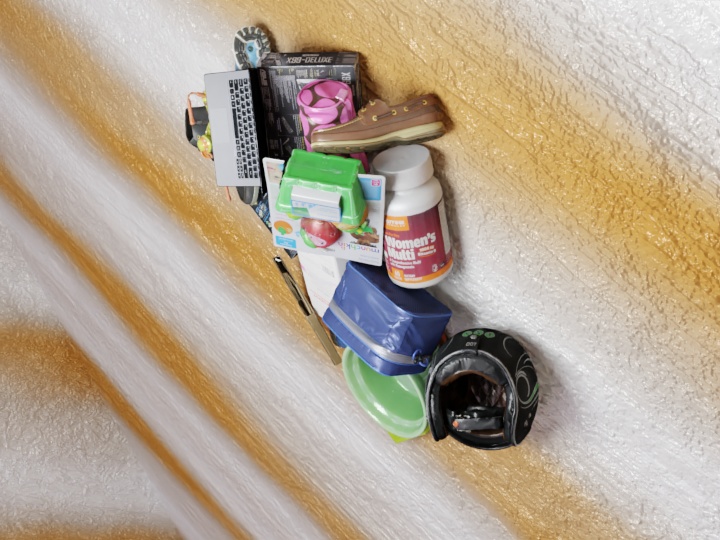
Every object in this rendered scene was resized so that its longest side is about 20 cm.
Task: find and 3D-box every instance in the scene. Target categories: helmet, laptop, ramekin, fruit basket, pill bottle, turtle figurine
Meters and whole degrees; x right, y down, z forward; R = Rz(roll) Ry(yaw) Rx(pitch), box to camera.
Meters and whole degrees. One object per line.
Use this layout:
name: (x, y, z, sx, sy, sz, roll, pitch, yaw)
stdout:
helmet: (0.193, 0.193, 1.347, 0.196, 0.190, 0.204, 0, 91, 19)
laptop: (-0.203, -0.221, 1.349, 0.197, 0.115, 0.191, 4, 105, 34)
ramekin: (0.070, 0.187, 1.512, 0.199, 0.097, 0.202, 31, 140, 30)
fruit basket: (-0.055, -0.081, 1.278, 0.182, 0.095, 0.202, 11, 137, 7)
pill bottle: (0.079, -0.083, 1.315, 0.109, 0.109, 0.203, 18, 133, 41)
turtle figurine: (-0.232, -0.241, 1.512, 0.064, 0.160, 0.203, 10, 127, 48)

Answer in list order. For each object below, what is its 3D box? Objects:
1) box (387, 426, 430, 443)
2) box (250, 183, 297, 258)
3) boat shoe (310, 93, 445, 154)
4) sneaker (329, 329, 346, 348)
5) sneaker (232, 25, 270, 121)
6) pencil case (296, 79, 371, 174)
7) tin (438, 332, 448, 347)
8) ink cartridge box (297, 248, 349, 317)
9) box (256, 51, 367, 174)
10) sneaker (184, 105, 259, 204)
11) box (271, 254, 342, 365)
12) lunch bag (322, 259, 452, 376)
box: (0.055, 0.244, 1.691, 0.201, 0.047, 0.122, 54, 146, -1)
box: (-0.133, -0.133, 1.589, 0.160, 0.046, 0.200, 51, 146, 6)
boat shoe: (0.022, -0.211, 1.223, 0.072, 0.196, 0.069, 171, 89, -85)
sneaker: (-0.025, 0.069, 1.622, 0.088, 0.079, 0.202, 10, 135, 37)
sneaker: (-0.174, -0.310, 1.449, 0.090, 0.077, 0.204, -137, 42, -76)
pencil case: (-0.033, -0.188, 1.298, 0.093, 0.091, 0.202, 16, 137, 36)
tin: (0.088, 0.132, 1.560, 0.199, 0.042, 0.113, -16, 103, 54)
ink cartridge box: (-0.043, 0.008, 1.478, 0.116, 0.067, 0.202, 32, 146, 38)
box: (-0.073, -0.244, 1.348, 0.154, 0.050, 0.203, 1, 128, 10)
sneaker: (-0.261, -0.213, 1.579, 0.075, 0.105, 0.204, -17, 89, 62)
box: (-0.104, 0.079, 1.662, 0.164, 0.021, 0.201, 56, 175, 35)
lunch bag: (0.044, 0.087, 1.370, 0.200, 0.135, 0.134, 41, 115, 37)
